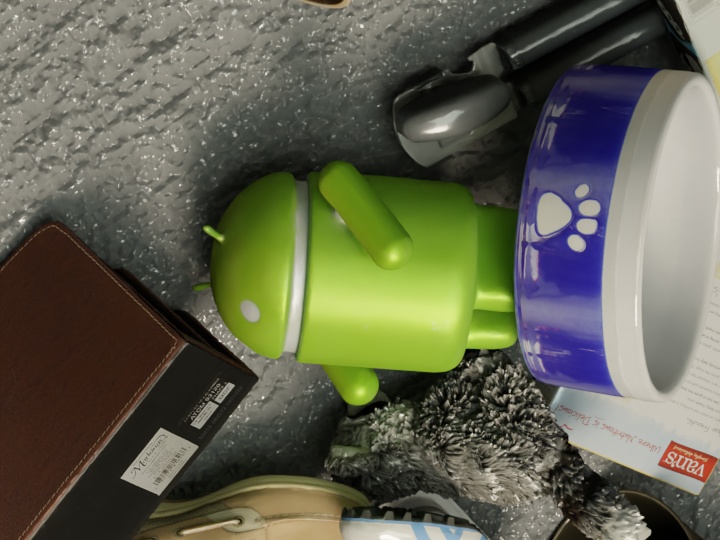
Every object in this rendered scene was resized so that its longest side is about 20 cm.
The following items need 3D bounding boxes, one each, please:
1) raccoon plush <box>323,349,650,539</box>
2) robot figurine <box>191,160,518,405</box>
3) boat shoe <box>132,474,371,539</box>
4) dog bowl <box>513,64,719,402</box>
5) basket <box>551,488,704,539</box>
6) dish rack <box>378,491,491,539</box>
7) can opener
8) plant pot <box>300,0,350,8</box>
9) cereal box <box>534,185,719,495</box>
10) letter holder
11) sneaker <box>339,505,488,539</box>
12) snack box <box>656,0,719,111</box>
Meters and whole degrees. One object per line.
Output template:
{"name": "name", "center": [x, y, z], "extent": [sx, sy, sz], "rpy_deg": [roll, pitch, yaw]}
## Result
{"name": "raccoon plush", "center": [0.067, 0.131, 1.659], "extent": [0.134, 0.200, 0.097], "rpy_deg": [-35, 136, -17]}
{"name": "robot figurine", "center": [0.000, 0.000, 1.600], "extent": [0.199, 0.116, 0.176], "rpy_deg": [4, 148, -6]}
{"name": "boat shoe", "center": [-0.089, 0.178, 1.655], "extent": [0.199, 0.065, 0.071], "rpy_deg": [-7, 133, -4]}
{"name": "dog bowl", "center": [0.159, -0.024, 1.604], "extent": [0.079, 0.200, 0.201], "rpy_deg": [8, 115, 20]}
{"name": "basket", "center": [0.232, 0.264, 1.800], "extent": [0.136, 0.181, 0.200], "rpy_deg": [-36, 134, 23]}
{"name": "dish rack", "center": [0.042, 0.258, 1.779], "extent": [0.172, 0.044, 0.200], "rpy_deg": [-43, 119, 0]}
{"name": "can opener", "center": [0.109, -0.124, 1.639], "extent": [0.200, 0.066, 0.053], "rpy_deg": [-31, 118, -13]}
{"name": "plant pot", "center": [-0.040, -0.277, 1.463], "extent": [0.186, 0.186, 0.200], "rpy_deg": [33, 82, -29]}
{"name": "cereal box", "center": [0.212, 0.037, 1.756], "extent": [0.144, 0.040, 0.200], "rpy_deg": [24, 101, -28]}
{"name": "letter holder", "center": [-0.188, 0.090, 1.596], "extent": [0.200, 0.142, 0.101], "rpy_deg": [-51, 151, 3]}
{"name": "sneaker", "center": [0.053, 0.197, 1.670], "extent": [0.200, 0.072, 0.073], "rpy_deg": [35, 65, -47]}
{"name": "snack box", "center": [0.257, -0.153, 1.661], "extent": [0.116, 0.037, 0.200], "rpy_deg": [-36, 140, -4]}
